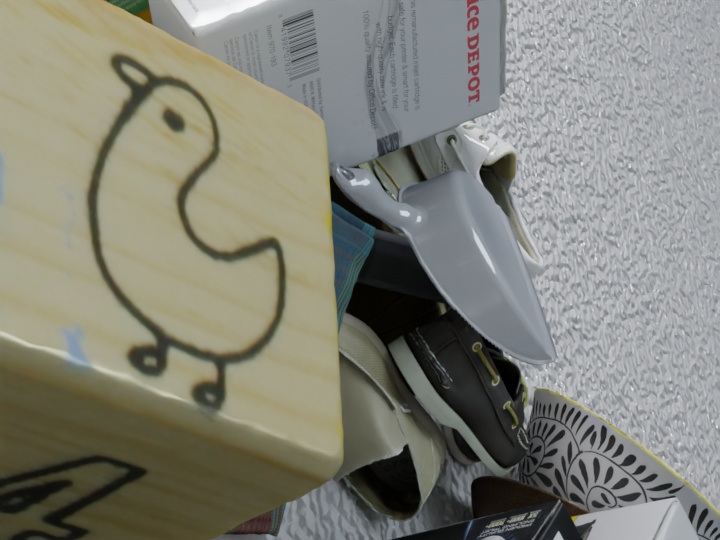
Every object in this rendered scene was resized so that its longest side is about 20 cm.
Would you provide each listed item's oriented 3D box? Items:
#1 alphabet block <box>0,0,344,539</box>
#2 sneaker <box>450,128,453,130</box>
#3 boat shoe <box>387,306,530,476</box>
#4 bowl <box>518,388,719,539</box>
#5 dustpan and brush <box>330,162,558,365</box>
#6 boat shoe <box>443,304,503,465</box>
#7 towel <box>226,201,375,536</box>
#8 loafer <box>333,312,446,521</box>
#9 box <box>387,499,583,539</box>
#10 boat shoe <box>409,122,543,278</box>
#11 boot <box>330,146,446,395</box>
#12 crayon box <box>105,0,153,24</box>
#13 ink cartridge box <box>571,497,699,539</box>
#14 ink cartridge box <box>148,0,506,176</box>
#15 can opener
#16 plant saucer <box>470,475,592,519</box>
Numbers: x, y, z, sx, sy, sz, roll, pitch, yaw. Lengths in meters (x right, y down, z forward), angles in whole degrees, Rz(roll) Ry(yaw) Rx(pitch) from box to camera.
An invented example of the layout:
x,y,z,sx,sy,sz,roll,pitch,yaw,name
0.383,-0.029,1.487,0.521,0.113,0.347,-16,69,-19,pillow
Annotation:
x,y,z,sx,sy,sz,roll,pitch,yaw,name
-0.144,0.011,0.727,0.199,0.195,0.198,23,52,-39,alphabet block
-0.005,-0.135,1.114,0.198,0.112,0.077,-16,47,-24,sneaker
0.086,0.086,1.133,0.072,0.060,0.201,58,7,32,boat shoe
0.191,0.191,1.289,0.094,0.200,0.201,-50,126,-9,bowl
0.048,-0.025,1.039,0.200,0.057,0.141,46,22,-49,dustpan and brush
0.094,0.054,1.288,0.067,0.057,0.202,30,46,-48,boat shoe
-0.043,0.055,0.945,0.147,0.021,0.203,28,78,-72,towel
-0.003,0.096,1.071,0.200,0.075,0.069,45,29,-37,loafer
0.088,0.261,1.013,0.202,0.163,0.086,62,38,-13,box
0.088,-0.076,1.218,0.070,0.069,0.202,9,57,-56,boat shoe
0.035,-0.019,1.228,0.202,0.071,0.155,64,26,-6,boot
-0.113,-0.179,1.018,0.199,0.125,0.052,31,44,-48,crayon box
0.144,0.246,1.085,0.149,0.198,0.086,60,37,-17,ink cartridge box
-0.017,-0.141,0.981,0.084,0.198,0.146,53,-22,39,ink cartridge box
0.000,0.000,1.103,0.198,0.067,0.053,9,18,-25,can opener
0.159,0.220,1.184,0.200,0.199,0.037,46,67,-35,plant saucer
